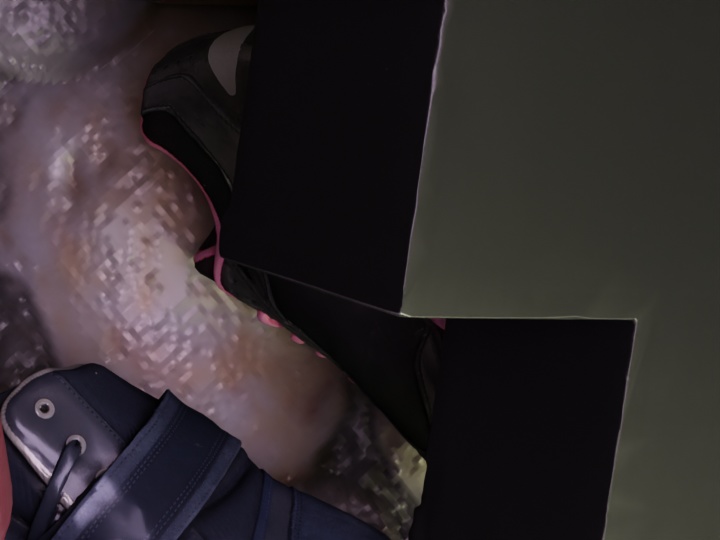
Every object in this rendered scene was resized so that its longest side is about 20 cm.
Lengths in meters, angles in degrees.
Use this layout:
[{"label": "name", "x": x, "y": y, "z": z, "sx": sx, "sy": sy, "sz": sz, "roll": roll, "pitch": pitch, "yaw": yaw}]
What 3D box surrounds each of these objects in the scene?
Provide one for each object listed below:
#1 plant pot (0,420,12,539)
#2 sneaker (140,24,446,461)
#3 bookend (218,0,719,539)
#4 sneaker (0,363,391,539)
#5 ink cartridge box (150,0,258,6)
[{"label": "plant pot", "x": -0.180, "y": 0.113, "z": 0.687, "sx": 0.199, "sy": 0.200, "sz": 0.180, "roll": -16, "pitch": 113, "yaw": -20}, {"label": "sneaker", "x": 0.000, "y": 0.000, "z": 0.810, "sx": 0.200, "sy": 0.095, "sz": 0.079, "roll": 61, "pitch": 36, "yaw": -31}, {"label": "bookend", "x": 0.044, "y": 0.005, "z": 0.715, "sx": 0.198, "sy": 0.092, "sz": 0.201, "roll": 0, "pitch": 101, "yaw": -40}, {"label": "sneaker", "x": -0.071, "y": 0.114, "z": 0.734, "sx": 0.146, "sy": 0.077, "sz": 0.203, "roll": 37, "pitch": 37, "yaw": -5}, {"label": "ink cartridge box", "x": 0.034, "y": -0.160, "z": 0.812, "sx": 0.199, "sy": 0.075, "sz": 0.166, "roll": 2, "pitch": 89, "yaw": -21}]
